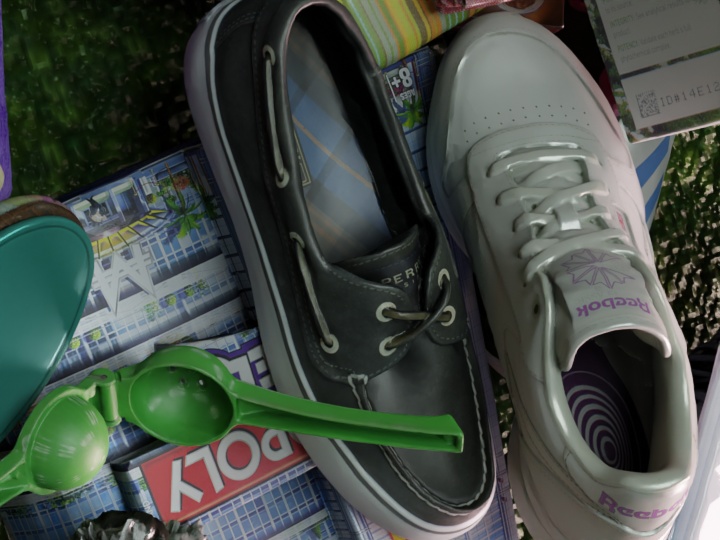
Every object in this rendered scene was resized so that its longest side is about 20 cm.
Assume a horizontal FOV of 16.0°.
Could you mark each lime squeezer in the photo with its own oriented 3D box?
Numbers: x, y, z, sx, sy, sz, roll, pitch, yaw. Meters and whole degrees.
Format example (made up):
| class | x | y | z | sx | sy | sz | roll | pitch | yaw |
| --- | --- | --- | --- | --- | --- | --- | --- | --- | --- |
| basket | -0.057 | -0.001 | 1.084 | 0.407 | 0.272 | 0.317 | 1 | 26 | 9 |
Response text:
| class | x | y | z | sx | sy | sz | roll | pitch | yaw |
| --- | --- | --- | --- | --- | --- | --- | --- | --- | --- |
| lime squeezer | -0.073 | 0.061 | 0.812 | 0.200 | 0.038 | 0.071 | -15 | 57 | -16 |

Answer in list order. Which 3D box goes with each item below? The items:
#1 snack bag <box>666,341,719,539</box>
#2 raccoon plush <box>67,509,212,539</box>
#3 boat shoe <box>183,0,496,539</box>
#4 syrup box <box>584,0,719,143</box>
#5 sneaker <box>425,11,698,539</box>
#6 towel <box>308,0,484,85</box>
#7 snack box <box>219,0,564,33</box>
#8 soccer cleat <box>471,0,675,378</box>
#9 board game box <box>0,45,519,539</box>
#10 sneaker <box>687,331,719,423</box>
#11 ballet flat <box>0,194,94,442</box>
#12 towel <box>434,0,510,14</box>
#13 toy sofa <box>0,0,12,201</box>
| class | x | y | z | sx | sy | sz | roll | pitch | yaw |
| --- | --- | --- | --- | --- | --- | --- | --- | --- | --- |
| snack bag | 0.195 | 0.059 | 0.979 | 0.200 | 0.021 | 0.189 | 19 | 87 | -43 |
| raccoon plush | -0.065 | 0.169 | 0.795 | 0.097 | 0.134 | 0.200 | 34 | 93 | -34 |
| boat shoe | 0.000 | 0.000 | 0.855 | 0.069 | 0.057 | 0.200 | -29 | 100 | -31 |
| syrup box | 0.112 | -0.152 | 0.867 | 0.081 | 0.079 | 0.200 | -19 | 93 | -32 |
| sneaker | 0.077 | -0.002 | 0.865 | 0.075 | 0.100 | 0.200 | -11 | 74 | -11 |
| towel | 0.050 | -0.146 | 0.913 | 0.200 | 0.018 | 0.086 | -33 | 104 | -28 |
| snack box | -0.021 | -0.128 | 0.902 | 0.200 | 0.024 | 0.072 | 5 | 80 | -23 |
| soccer cleat | 0.086 | -0.050 | 0.977 | 0.070 | 0.086 | 0.200 | 15 | 81 | 15 |
| board game box | -0.029 | 0.050 | 0.902 | 0.200 | 0.062 | 0.200 | -27 | 98 | -31 |
| sneaker | 0.150 | 0.020 | 0.997 | 0.202 | 0.077 | 0.146 | 0 | 96 | -41 |
| ballet flat | -0.158 | 0.059 | 0.813 | 0.069 | 0.071 | 0.200 | 35 | 78 | -39 |
| towel | 0.091 | -0.178 | 0.917 | 0.200 | 0.023 | 0.144 | -16 | 92 | -32 |
| toy sofa | -0.145 | -0.117 | 0.832 | 0.098 | 0.083 | 0.200 | 4 | 81 | -30 |
